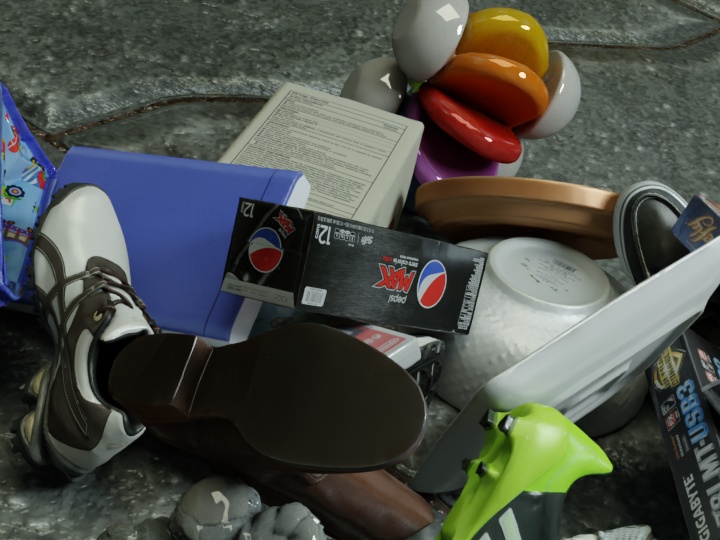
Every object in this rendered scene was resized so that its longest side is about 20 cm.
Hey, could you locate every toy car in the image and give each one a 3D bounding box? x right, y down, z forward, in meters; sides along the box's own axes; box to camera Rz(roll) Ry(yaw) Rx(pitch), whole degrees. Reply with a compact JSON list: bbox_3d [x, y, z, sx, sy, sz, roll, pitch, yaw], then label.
[{"bbox_3d":[0.085,-0.127,1.245,0.175,0.200,0.150,24,44,-22],"label":"toy car"}]

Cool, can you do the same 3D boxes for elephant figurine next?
[{"bbox_3d":[-0.058,0.201,0.733,0.155,0.200,0.142,-28,62,-13],"label":"elephant figurine"}]

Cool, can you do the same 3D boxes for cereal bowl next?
[{"bbox_3d":[0.132,0.034,1.095,0.200,0.083,0.200,9,32,-6],"label":"cereal bowl"}]

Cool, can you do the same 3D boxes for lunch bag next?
[{"bbox_3d":[-0.293,-0.013,0.962,0.150,0.094,0.200,-18,43,7],"label":"lunch bag"}]

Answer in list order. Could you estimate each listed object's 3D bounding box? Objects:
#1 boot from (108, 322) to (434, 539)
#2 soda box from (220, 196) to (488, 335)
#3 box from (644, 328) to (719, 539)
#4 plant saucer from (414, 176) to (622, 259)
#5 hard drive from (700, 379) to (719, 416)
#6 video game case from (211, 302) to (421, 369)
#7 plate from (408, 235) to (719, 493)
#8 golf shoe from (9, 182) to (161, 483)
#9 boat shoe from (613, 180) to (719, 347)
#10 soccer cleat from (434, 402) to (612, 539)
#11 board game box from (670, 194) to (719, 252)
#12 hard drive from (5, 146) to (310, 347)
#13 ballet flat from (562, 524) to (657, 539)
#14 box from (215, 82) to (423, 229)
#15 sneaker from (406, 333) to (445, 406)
[{"bbox_3d":[-0.003,0.099,0.716,0.186,0.200,0.064,10,65,39],"label":"boot"},{"bbox_3d":[0.000,0.000,0.967,0.071,0.064,0.200,12,0,38],"label":"soda box"},{"bbox_3d":[0.286,0.149,0.941,0.198,0.050,0.200,28,28,-19],"label":"box"},{"bbox_3d":[0.142,-0.038,1.168,0.200,0.032,0.200,7,-9,1],"label":"plant saucer"},{"bbox_3d":[0.314,0.114,0.930,0.200,0.042,0.135,9,39,-47],"label":"hard drive"},{"bbox_3d":[-0.079,0.060,0.943,0.143,0.017,0.200,-29,28,-36],"label":"video game case"},{"bbox_3d":[0.134,0.069,0.905,0.199,0.200,0.032,-29,74,-22],"label":"plate"},{"bbox_3d":[-0.158,0.030,0.903,0.078,0.094,0.201,24,55,-46],"label":"golf shoe"},{"bbox_3d":[0.245,0.028,1.060,0.068,0.200,0.057,-22,3,1],"label":"boat shoe"},{"bbox_3d":[0.066,0.168,0.780,0.081,0.200,0.068,31,-3,-13],"label":"soccer cleat"},{"bbox_3d":[0.314,0.031,0.986,0.135,0.035,0.200,21,23,-33],"label":"board game box"},{"bbox_3d":[-0.146,-0.020,1.002,0.200,0.025,0.132,8,62,29],"label":"hard drive"},{"bbox_3d":[0.116,0.195,0.839,0.072,0.072,0.200,25,34,17],"label":"ballet flat"},{"bbox_3d":[-0.041,-0.050,1.133,0.128,0.109,0.200,18,31,7],"label":"box"},{"bbox_3d":[-0.018,0.080,0.974,0.200,0.074,0.079,-19,39,-42],"label":"sneaker"}]
